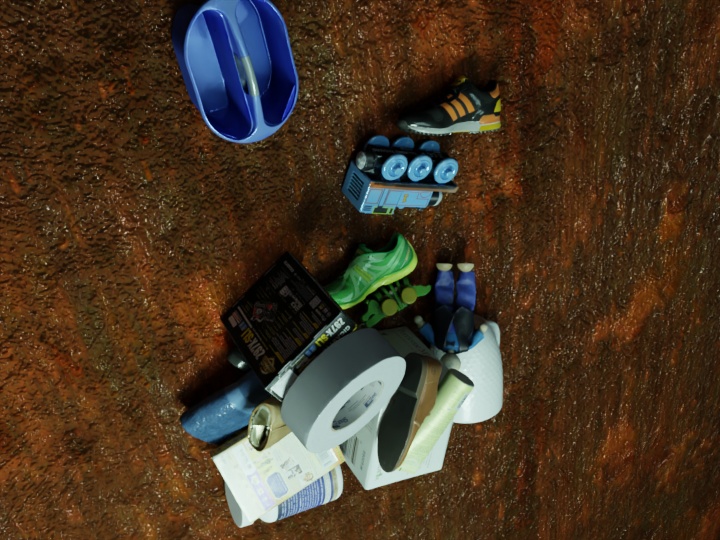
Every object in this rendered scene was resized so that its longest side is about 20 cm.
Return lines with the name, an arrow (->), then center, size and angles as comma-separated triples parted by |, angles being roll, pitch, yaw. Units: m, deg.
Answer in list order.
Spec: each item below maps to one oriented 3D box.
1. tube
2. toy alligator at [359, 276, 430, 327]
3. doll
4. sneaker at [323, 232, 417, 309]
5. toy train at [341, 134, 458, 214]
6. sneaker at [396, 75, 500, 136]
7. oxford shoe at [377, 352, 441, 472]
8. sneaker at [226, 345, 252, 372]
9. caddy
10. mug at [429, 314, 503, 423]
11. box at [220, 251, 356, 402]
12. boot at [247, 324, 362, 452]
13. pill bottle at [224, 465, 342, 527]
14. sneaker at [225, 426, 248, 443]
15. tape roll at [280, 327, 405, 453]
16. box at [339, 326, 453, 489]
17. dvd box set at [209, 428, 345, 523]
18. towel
tube -> 0.116, 0.257, 1.317 | 0.058, 0.052, 0.201 | 31, 102, 2
toy alligator -> 0.034, 0.060, 1.401 | 0.199, 0.059, 0.055 | -30, 89, -13
doll -> 0.164, 0.089, 1.437 | 0.048, 0.135, 0.202 | 31, 60, -79
sneaker -> 0.000, 0.000, 1.335 | 0.199, 0.074, 0.084 | -30, 111, -15
toy train -> 0.069, -0.150, 1.271 | 0.199, 0.087, 0.115 | -1, 128, -35
sneaker -> 0.142, -0.266, 1.261 | 0.199, 0.070, 0.091 | -8, 108, -30
oxford shoe -> 0.085, 0.234, 1.267 | 0.071, 0.071, 0.202 | 14, 100, -39
sneaker -> -0.126, 0.119, 1.327 | 0.199, 0.060, 0.105 | 14, 112, -45
caddy -> -0.159, -0.267, 1.024 | 0.141, 0.105, 0.201 | -26, 130, -16
mug -> 0.217, 0.172, 1.541 | 0.199, 0.147, 0.177 | -28, 122, -46
box -> -0.116, 0.080, 1.211 | 0.160, 0.200, 0.049 | -46, 131, 0
boot -> -0.079, 0.188, 1.261 | 0.199, 0.066, 0.176 | -19, 133, -44
pill bottle -> -0.142, 0.394, 1.450 | 0.198, 0.116, 0.117 | -12, 125, -28
sneaker -> -0.147, 0.324, 1.407 | 0.198, 0.066, 0.079 | 11, 84, -23
tape roll -> -0.024, 0.183, 1.193 | 0.200, 0.066, 0.201 | -37, 154, -21
box -> 0.048, 0.242, 1.421 | 0.170, 0.199, 0.202 | -6, 120, -30
dvd box set -> -0.140, 0.320, 1.355 | 0.199, 0.029, 0.147 | -31, 111, -15
towel -> -0.192, 0.219, 1.301 | 0.199, 0.049, 0.112 | -31, 150, 10
